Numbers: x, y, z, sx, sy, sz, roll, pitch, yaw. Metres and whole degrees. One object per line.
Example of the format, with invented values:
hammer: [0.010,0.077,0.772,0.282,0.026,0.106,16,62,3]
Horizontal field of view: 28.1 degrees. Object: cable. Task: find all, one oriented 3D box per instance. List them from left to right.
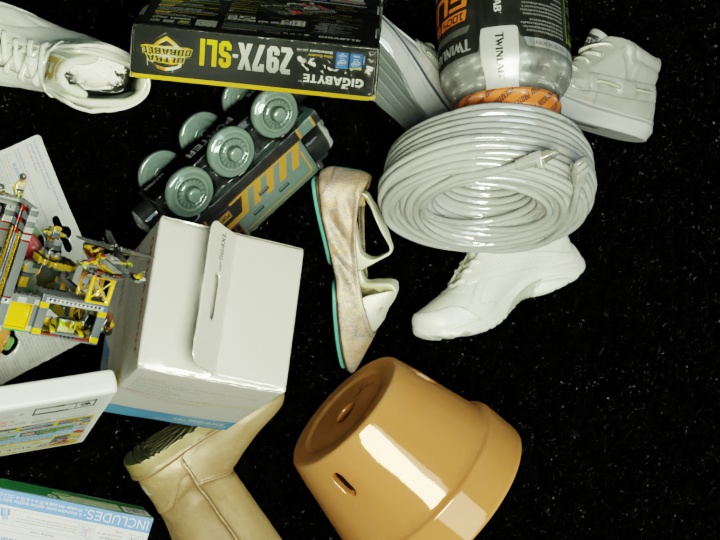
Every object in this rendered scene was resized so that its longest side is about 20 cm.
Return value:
cable: [0.114,-0.080,1.307,0.199,0.200,0.070,-3,67,12]

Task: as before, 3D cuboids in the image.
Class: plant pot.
plant pot: [0.031,0.177,1.346,0.140,0.200,0.200,44,81,-14]

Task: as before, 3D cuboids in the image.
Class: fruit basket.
fruit basket: [-0.328,0.007,1.222,0.200,0.094,0.186,-32,112,-32]

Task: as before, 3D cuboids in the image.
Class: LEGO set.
LEGO set: [-0.269,-0.025,1.110,0.199,0.154,0.116,15,100,-31]

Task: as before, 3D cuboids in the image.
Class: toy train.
toy train: [-0.112,-0.089,1.294,0.200,0.085,0.114,-44,127,-14]

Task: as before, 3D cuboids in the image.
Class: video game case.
video game case: [-0.315,0.129,1.191,0.199,0.182,0.023,-8,73,-23]

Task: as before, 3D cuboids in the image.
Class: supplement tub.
supplement tub: [0.130,-0.226,1.314,0.122,0.122,0.201,6,71,-25]

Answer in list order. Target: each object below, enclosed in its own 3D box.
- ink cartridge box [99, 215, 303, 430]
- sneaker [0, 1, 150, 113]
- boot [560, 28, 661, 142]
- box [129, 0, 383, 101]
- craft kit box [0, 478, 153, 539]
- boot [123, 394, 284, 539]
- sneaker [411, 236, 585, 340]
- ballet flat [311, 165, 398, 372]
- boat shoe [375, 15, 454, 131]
ink cartridge box: [-0.135,0.047,1.202,0.125,0.200,0.129,12,71,-19]
sneaker: [-0.271,-0.179,1.184,0.199,0.116,0.074,9,98,-24]
boot: [0.215,-0.194,1.428,0.199,0.073,0.096,11,89,-34]
box: [-0.081,-0.196,1.202,0.199,0.160,0.050,6,113,-1]
craft kit box: [-0.309,0.292,1.293,0.199,0.048,0.199,17,90,-25]
boot: [-0.108,0.216,1.359,0.175,0.066,0.201,-30,110,-3]
sneaker: [0.124,-0.002,1.422,0.199,0.078,0.100,-29,102,-25]
ballet flat: [0.000,0.000,1.355,0.067,0.068,0.201,-6,107,8]
boat shoe: [0.049,-0.182,1.360,0.200,0.073,0.067,53,57,-28]
